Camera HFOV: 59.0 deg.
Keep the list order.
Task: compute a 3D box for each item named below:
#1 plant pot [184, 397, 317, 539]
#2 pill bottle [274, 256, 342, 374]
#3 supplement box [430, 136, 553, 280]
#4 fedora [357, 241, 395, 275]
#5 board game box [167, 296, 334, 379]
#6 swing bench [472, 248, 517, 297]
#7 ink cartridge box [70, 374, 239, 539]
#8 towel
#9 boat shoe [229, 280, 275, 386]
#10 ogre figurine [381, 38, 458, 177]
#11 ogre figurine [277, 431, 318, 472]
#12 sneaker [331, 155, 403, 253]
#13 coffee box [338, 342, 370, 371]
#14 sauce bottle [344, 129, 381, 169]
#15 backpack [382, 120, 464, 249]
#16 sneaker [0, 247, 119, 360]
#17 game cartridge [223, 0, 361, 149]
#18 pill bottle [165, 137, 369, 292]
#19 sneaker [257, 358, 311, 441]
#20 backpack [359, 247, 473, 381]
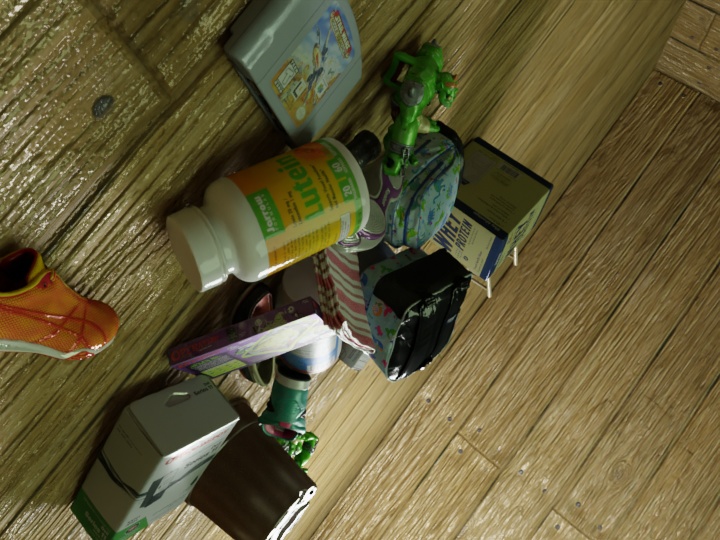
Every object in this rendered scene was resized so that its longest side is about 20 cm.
[{"bbox_3d":[-0.192,0.361,1.082,0.200,0.197,0.201,-46,162,-20],"label":"plant pot"},{"bbox_3d":[-0.078,0.069,0.985,0.112,0.112,0.201,-43,159,-29],"label":"pill bottle"},{"bbox_3d":[0.251,-0.131,1.318,0.199,0.199,0.135,-42,158,-29],"label":"supplement box"},{"bbox_3d":[0.000,0.000,1.091,0.178,0.090,0.199,-59,162,12],"label":"fedora"},{"bbox_3d":[-0.137,0.093,0.839,0.197,0.033,0.120,-20,164,5],"label":"board game box"},{"bbox_3d":[0.431,-0.064,2.031,0.199,0.129,0.202,-41,152,-34],"label":"swing bench"},{"bbox_3d":[-0.267,0.248,0.835,0.201,0.083,0.146,-56,161,25],"label":"ink cartridge box"},{"bbox_3d":[-0.024,0.005,0.885,0.029,0.203,0.146,-17,156,15],"label":"towel"},{"bbox_3d":[-0.149,0.096,0.932,0.071,0.062,0.202,-36,154,-39],"label":"boat shoe"},{"bbox_3d":[0.072,-0.225,0.855,0.200,0.097,0.121,-43,158,-38],"label":"ogre figurine"},{"bbox_3d":[-0.157,0.421,1.440,0.200,0.097,0.122,106,4,-80],"label":"ogre figurine"},{"bbox_3d":[-0.007,-0.083,0.883,0.098,0.076,0.201,-14,-152,33],"label":"sneaker"},{"bbox_3d":[0.009,0.076,1.218,0.201,0.114,0.080,-53,163,-1],"label":"coffee box"},{"bbox_3d":[-0.048,-0.112,0.813,0.200,0.064,0.065,-45,161,-31],"label":"sauce bottle"},{"bbox_3d":[0.087,-0.124,1.037,0.198,0.154,0.165,-26,144,-31],"label":"backpack"},{"bbox_3d":[-0.258,0.027,0.519,0.078,0.072,0.200,-64,165,-2],"label":"sneaker"},{"bbox_3d":[-0.057,-0.216,0.649,0.134,0.041,0.200,-49,162,-3],"label":"game cartridge"},{"bbox_3d":[-0.097,-0.057,0.676,0.198,0.111,0.112,-27,152,-25],"label":"pill bottle"},{"bbox_3d":[-0.124,0.224,1.089,0.200,0.082,0.123,-179,-76,-86],"label":"sneaker"},{"bbox_3d":[0.077,0.072,1.029,0.176,0.150,0.202,-25,137,-33],"label":"backpack"}]
